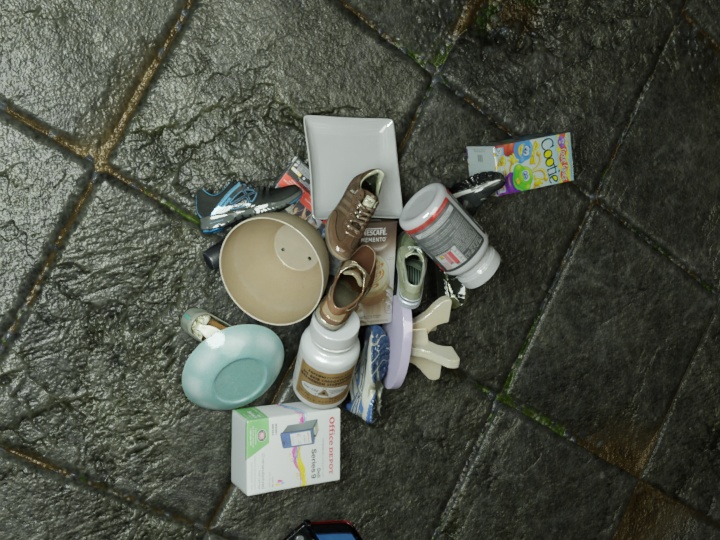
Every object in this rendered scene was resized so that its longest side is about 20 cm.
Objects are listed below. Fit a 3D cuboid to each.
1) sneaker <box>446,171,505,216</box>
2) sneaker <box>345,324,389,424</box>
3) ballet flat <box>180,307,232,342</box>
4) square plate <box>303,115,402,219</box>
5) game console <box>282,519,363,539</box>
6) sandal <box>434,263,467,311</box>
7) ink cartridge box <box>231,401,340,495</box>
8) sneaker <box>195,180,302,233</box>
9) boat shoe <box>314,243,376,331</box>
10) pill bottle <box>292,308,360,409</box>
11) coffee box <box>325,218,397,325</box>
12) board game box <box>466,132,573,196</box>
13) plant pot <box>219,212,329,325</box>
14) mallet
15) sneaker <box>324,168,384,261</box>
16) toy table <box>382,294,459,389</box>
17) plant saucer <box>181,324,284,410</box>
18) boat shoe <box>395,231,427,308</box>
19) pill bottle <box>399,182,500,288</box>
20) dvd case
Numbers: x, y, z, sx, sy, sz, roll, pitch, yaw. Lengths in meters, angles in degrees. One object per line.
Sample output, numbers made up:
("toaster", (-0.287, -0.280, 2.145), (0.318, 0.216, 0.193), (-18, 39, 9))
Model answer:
("sneaker", (0.210, -0.129, 1.829), (0.198, 0.076, 0.088), (-23, 109, 18))
("sneaker", (0.003, 0.201, 1.786), (0.077, 0.084, 0.203), (-21, 119, -60))
("ballet flat", (-0.242, 0.135, 1.671), (0.199, 0.064, 0.068), (32, 83, -27))
("square plate", (-0.016, -0.197, 1.745), (0.198, 0.028, 0.201), (-2, 84, -28))
("game console", (-0.062, 0.604, 1.790), (0.172, 0.118, 0.201), (-37, 111, -19))
("sandal", (0.192, -0.017, 1.879), (0.057, 0.079, 0.204), (8, 84, -68))
("ink cartridge box", (-0.141, 0.336, 1.735), (0.198, 0.087, 0.148), (-2, 97, -30))
("sneaker", (-0.203, -0.132, 1.641), (0.198, 0.073, 0.083), (-17, 89, -13))
("boat shoe", (-0.013, 0.022, 1.623), (0.075, 0.072, 0.201), (30, 50, -5))
("pill bottle", (-0.061, 0.157, 1.685), (0.113, 0.115, 0.201), (-13, 142, -25))
("coffee box", (0.000, 0.000, 1.759), (0.113, 0.079, 0.203), (-4, 102, -33))
("board game box", (0.337, -0.225, 1.901), (0.198, 0.105, 0.104), (-13, 103, -24))
("plant pot", (-0.137, -0.022, 1.630), (0.202, 0.198, 0.135), (70, 25, -16))
("mallet", (-0.219, 0.030, 1.689), (0.066, 0.041, 0.201), (-39, 117, -20))
("sneaker", (-0.008, -0.111, 1.648), (0.070, 0.075, 0.202), (32, 50, -19))
("toy table", (0.113, 0.140, 1.803), (0.115, 0.185, 0.202), (-1, 130, -17))
("plant saucer", (-0.225, 0.190, 1.651), (0.199, 0.039, 0.203), (-17, 132, -20))
("boat shoe", (0.104, -0.014, 1.768), (0.071, 0.202, 0.062), (10, 134, -11))
("pill bottle", (0.178, -0.064, 1.762), (0.200, 0.116, 0.116), (45, 76, -22))
("dvd case", (-0.132, -0.093, 1.724), (0.146, 0.022, 0.201), (40, 77, -25))
